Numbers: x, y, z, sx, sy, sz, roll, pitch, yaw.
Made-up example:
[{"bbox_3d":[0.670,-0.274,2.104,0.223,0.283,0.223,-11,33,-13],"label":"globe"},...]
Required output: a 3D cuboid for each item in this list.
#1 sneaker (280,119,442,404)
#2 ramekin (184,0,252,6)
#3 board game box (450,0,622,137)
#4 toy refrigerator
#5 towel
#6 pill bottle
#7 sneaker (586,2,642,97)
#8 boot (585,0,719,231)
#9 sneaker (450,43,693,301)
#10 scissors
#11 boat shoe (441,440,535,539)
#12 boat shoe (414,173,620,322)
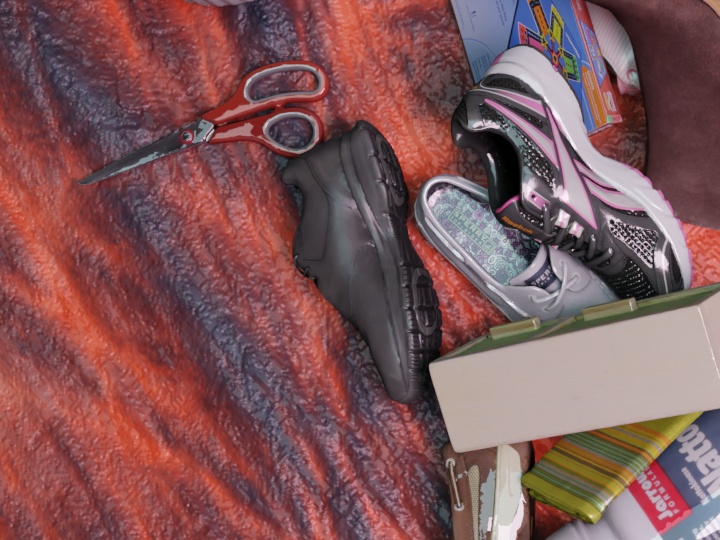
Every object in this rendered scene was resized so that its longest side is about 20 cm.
[{"bbox_3d":[0.000,0.000,1.073,0.090,0.076,0.202,-18,74,17],"label":"sneaker"},{"bbox_3d":[-0.107,-0.288,1.097,0.198,0.105,0.202,-1,84,9],"label":"ramekin"},{"bbox_3d":[0.111,-0.180,1.063,0.103,0.019,0.202,-24,78,46],"label":"board game box"},{"bbox_3d":[0.148,0.059,0.969,0.199,0.076,0.071,-16,94,38],"label":"toy refrigerator"},{"bbox_3d":[0.197,0.088,0.994,0.200,0.086,0.018,-41,112,-13],"label":"towel"},{"bbox_3d":[0.222,0.159,0.985,0.199,0.120,0.120,-36,80,4],"label":"pill bottle"},{"bbox_3d":[0.236,-0.147,1.041,0.199,0.075,0.105,32,92,14],"label":"sneaker"},{"bbox_3d":[0.200,-0.115,0.980,0.198,0.072,0.168,14,112,2],"label":"boot"},{"bbox_3d":[0.129,-0.044,1.000,0.086,0.080,0.200,-38,86,-30],"label":"sneaker"},{"bbox_3d":[-0.118,-0.109,1.128,0.198,0.014,0.074,-8,85,10],"label":"scissors"},{"bbox_3d":[0.080,0.212,1.032,0.074,0.075,0.204,-1,72,12],"label":"boat shoe"},{"bbox_3d":[0.120,0.001,1.044,0.072,0.069,0.200,-45,82,1],"label":"boat shoe"}]
